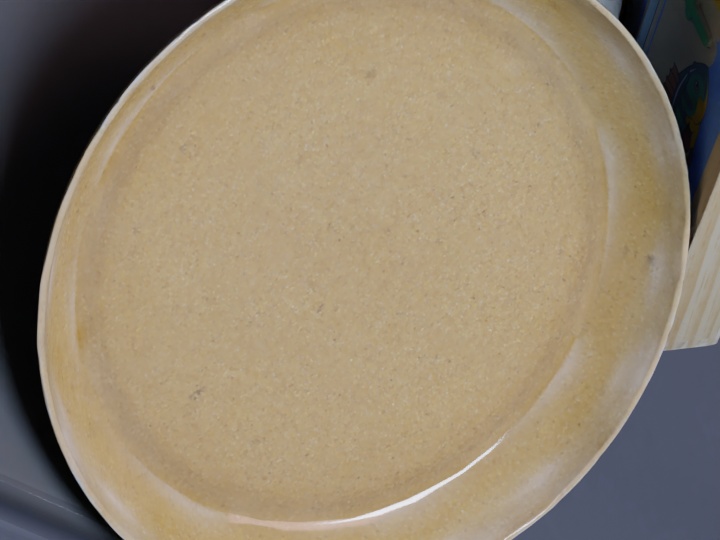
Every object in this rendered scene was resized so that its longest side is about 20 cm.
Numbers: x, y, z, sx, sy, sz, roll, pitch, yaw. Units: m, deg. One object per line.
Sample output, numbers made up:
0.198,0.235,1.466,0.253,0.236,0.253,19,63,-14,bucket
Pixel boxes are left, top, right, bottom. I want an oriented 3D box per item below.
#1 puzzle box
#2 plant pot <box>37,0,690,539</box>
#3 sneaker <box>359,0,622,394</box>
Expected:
0.098,-0.086,0.874,0.025,0.200,0.133,-6,55,-14,puzzle box
0.000,0.000,0.837,0.199,0.027,0.201,-10,116,-22,plant pot
0.022,-0.033,0.894,0.111,0.077,0.201,-9,111,-26,sneaker
